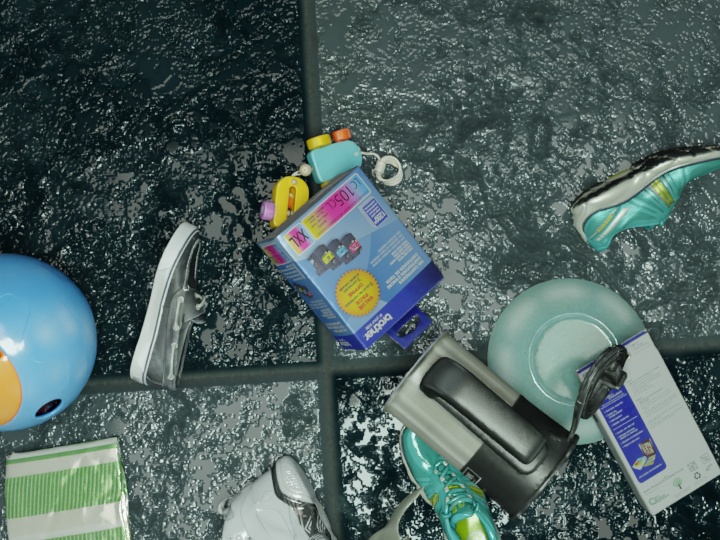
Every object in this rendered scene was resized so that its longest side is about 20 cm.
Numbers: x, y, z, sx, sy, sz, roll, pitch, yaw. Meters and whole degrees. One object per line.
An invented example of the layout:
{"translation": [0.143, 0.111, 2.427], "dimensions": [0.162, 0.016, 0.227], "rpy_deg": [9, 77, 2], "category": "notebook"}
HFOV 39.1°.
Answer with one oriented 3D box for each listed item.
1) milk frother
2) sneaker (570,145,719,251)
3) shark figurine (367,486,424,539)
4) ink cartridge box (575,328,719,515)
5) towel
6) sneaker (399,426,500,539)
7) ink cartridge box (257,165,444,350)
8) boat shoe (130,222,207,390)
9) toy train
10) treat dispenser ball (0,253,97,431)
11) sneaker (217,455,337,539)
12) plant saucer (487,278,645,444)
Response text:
{"translation": [0.162, 0.128, 1.105], "dimensions": [0.188, 0.181, 0.200], "rpy_deg": [39, 62, 9], "category": "milk frother"}
{"translation": [0.352, -0.092, 1.227], "dimensions": [0.200, 0.078, 0.080], "rpy_deg": [-28, 101, 3], "category": "sneaker"}
{"translation": [0.042, 0.328, 1.156], "dimensions": [0.128, 0.215, 0.090], "rpy_deg": [4, 39, 30], "category": "shark figurine"}
{"translation": [0.327, 0.172, 1.170], "dimensions": [0.099, 0.039, 0.200], "rpy_deg": [-29, 100, -3], "category": "ink cartridge box"}
{"translation": [-0.345, 0.309, 1.210], "dimensions": [0.152, 0.023, 0.201], "rpy_deg": [-9, 83, 1], "category": "towel"}
{"translation": [0.112, 0.259, 1.164], "dimensions": [0.077, 0.080, 0.200], "rpy_deg": [-28, 81, -3], "category": "sneaker"}
{"translation": [0.000, 0.000, 1.183], "dimensions": [0.136, 0.076, 0.200], "rpy_deg": [-42, 103, -18], "category": "ink cartridge box"}
{"translation": [-0.216, 0.045, 1.216], "dimensions": [0.068, 0.072, 0.201], "rpy_deg": [16, 85, 6], "category": "boat shoe"}
{"translation": [-0.041, -0.072, 1.239], "dimensions": [0.150, 0.056, 0.200], "rpy_deg": [35, 75, -16], "category": "toy train"}
{"translation": [-0.402, 0.081, 1.152], "dimensions": [0.200, 0.201, 0.202], "rpy_deg": [0, 82, 2], "category": "treat dispenser ball"}
{"translation": [-0.086, 0.323, 1.160], "dimensions": [0.115, 0.075, 0.200], "rpy_deg": [-29, 62, 2], "category": "sneaker"}
{"translation": [0.253, 0.107, 1.208], "dimensions": [0.200, 0.039, 0.202], "rpy_deg": [0, 82, 1], "category": "plant saucer"}
